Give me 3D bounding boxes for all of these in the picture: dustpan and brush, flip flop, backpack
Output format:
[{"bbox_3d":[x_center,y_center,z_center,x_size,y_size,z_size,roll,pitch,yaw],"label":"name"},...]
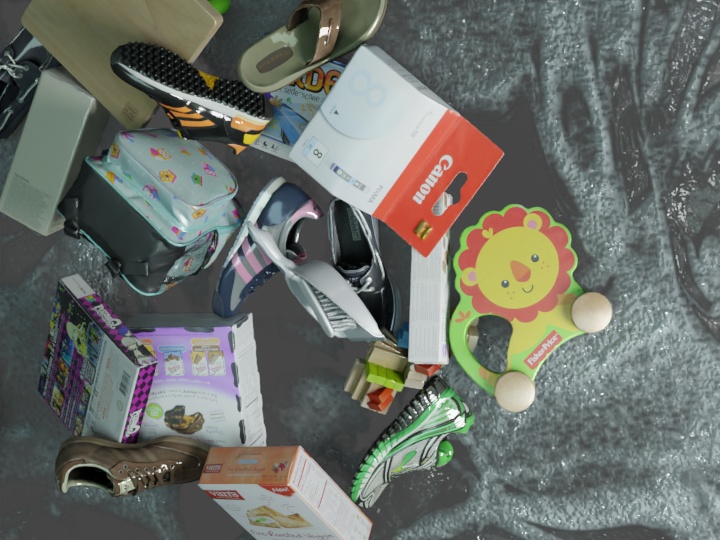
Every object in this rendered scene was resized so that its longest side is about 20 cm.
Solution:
[{"bbox_3d":[-0.063,0.015,1.587,0.057,0.140,0.200,-34,98,-18],"label":"dustpan and brush"},{"bbox_3d":[-0.056,-0.275,1.525,0.200,0.058,0.081,-32,77,2],"label":"flip flop"},{"bbox_3d":[-0.234,-0.079,1.592,0.176,0.200,0.153,40,107,12],"label":"backpack"}]

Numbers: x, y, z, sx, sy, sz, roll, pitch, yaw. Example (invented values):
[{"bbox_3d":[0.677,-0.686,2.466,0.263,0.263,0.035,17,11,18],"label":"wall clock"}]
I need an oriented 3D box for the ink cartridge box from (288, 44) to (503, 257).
[{"bbox_3d":[0.037,-0.133,1.516,0.200,0.047,0.160,41,112,13],"label":"ink cartridge box"}]

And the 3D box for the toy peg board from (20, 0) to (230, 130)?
[{"bbox_3d":[-0.267,-0.308,1.601,0.200,0.098,0.199,45,125,2],"label":"toy peg board"}]

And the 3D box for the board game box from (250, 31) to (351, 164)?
[{"bbox_3d":[-0.039,-0.185,1.583,0.200,0.034,0.136,21,110,12],"label":"board game box"}]

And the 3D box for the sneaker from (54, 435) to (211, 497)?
[{"bbox_3d":[-0.278,0.253,1.661,0.199,0.076,0.071,1,127,-1],"label":"sneaker"}]

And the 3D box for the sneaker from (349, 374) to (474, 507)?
[{"bbox_3d":[0.059,0.226,1.644,0.085,0.078,0.200,41,113,2],"label":"sneaker"}]

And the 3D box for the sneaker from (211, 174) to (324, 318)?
[{"bbox_3d":[-0.115,-0.013,1.638,0.082,0.070,0.200,31,114,10],"label":"sneaker"}]

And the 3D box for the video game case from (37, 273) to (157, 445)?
[{"bbox_3d":[-0.340,0.136,1.713,0.181,0.036,0.200,42,131,28],"label":"video game case"}]

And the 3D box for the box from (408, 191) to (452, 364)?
[{"bbox_3d":[0.082,0.008,1.558,0.041,0.039,0.201,-2,82,20],"label":"box"}]

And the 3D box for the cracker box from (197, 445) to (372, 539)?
[{"bbox_3d":[-0.090,0.290,1.654,0.134,0.058,0.200,-5,140,31],"label":"cracker box"}]

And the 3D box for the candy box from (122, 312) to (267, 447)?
[{"bbox_3d":[-0.216,0.158,1.719,0.167,0.072,0.201,-1,104,18],"label":"candy box"}]

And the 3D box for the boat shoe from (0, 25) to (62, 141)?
[{"bbox_3d":[-0.429,-0.243,1.680,0.073,0.063,0.200,38,113,5],"label":"boat shoe"}]

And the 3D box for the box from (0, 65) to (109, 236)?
[{"bbox_3d":[-0.383,-0.151,1.688,0.082,0.068,0.200,29,112,8],"label":"box"}]

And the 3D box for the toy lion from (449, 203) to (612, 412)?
[{"bbox_3d":[0.177,0.033,1.540,0.192,0.069,0.200,43,94,7],"label":"toy lion"}]

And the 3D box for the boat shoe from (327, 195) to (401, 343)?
[{"bbox_3d":[0.000,0.000,1.604,0.072,0.068,0.201,-4,105,19],"label":"boat shoe"}]

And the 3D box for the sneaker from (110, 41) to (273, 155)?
[{"bbox_3d":[-0.204,-0.188,1.542,0.200,0.070,0.090,19,128,-26],"label":"sneaker"}]

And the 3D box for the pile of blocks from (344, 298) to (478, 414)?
[{"bbox_3d":[0.060,0.103,1.598,0.200,0.062,0.082,-40,114,19],"label":"pile of blocks"}]
